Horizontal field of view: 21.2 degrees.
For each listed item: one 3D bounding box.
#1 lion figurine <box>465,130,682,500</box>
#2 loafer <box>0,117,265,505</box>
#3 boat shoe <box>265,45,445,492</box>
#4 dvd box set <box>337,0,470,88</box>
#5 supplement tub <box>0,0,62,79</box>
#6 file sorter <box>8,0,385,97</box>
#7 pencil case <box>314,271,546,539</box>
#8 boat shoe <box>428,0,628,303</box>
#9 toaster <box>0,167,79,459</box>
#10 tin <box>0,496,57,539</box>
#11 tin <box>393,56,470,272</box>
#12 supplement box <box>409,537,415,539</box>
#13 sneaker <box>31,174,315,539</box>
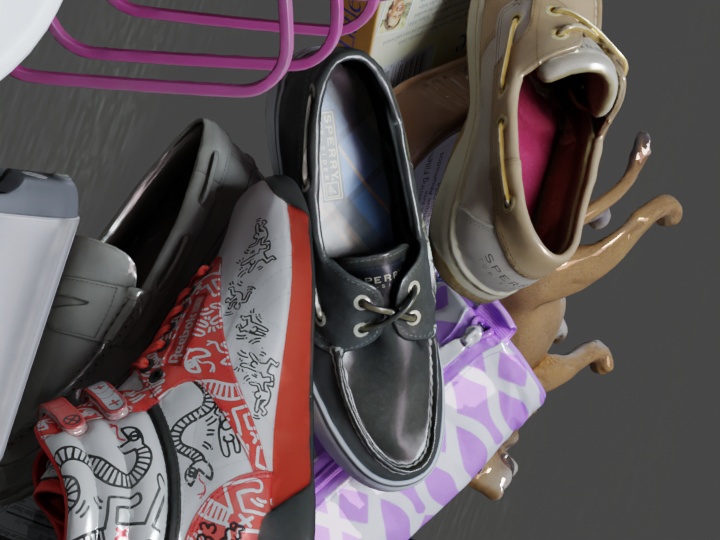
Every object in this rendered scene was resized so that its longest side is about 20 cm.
[{"bbox_3d":[0.087,0.024,1.001,0.122,0.072,0.201,-19,134,-36],"label":"lion figurine"},{"bbox_3d":[-0.111,0.016,0.827,0.200,0.070,0.070,-52,126,-32],"label":"loafer"},{"bbox_3d":[0.000,0.000,0.843,0.068,0.057,0.202,-13,93,-20],"label":"boat shoe"},{"bbox_3d":[0.051,-0.167,0.914,0.146,0.029,0.201,-29,142,-39],"label":"dvd box set"},{"bbox_3d":[-0.193,-0.122,0.599,0.144,0.199,0.146,-16,112,-43],"label":"supplement tub"},{"bbox_3d":[-0.050,-0.154,0.744,0.200,0.138,0.126,-46,137,-58],"label":"file sorter"},{"bbox_3d":[0.001,0.092,0.916,0.200,0.084,0.086,-44,173,-9],"label":"pencil case"},{"bbox_3d":[0.089,-0.082,0.877,0.073,0.069,0.202,26,66,-34],"label":"boat shoe"},{"bbox_3d":[-0.201,0.012,0.693,0.199,0.113,0.130,6,99,-49],"label":"toaster"},{"bbox_3d":[-0.115,0.107,0.814,0.200,0.112,0.042,-44,120,-30],"label":"tin"},{"bbox_3d":[0.058,-0.056,0.966,0.199,0.042,0.113,-26,139,-40],"label":"tin"},{"bbox_3d":[-0.008,0.270,0.953,0.200,0.134,0.201,-34,123,-36],"label":"supplement box"},{"bbox_3d":[-0.074,0.043,0.767,0.067,0.107,0.203,106,-15,-56],"label":"sneaker"}]
